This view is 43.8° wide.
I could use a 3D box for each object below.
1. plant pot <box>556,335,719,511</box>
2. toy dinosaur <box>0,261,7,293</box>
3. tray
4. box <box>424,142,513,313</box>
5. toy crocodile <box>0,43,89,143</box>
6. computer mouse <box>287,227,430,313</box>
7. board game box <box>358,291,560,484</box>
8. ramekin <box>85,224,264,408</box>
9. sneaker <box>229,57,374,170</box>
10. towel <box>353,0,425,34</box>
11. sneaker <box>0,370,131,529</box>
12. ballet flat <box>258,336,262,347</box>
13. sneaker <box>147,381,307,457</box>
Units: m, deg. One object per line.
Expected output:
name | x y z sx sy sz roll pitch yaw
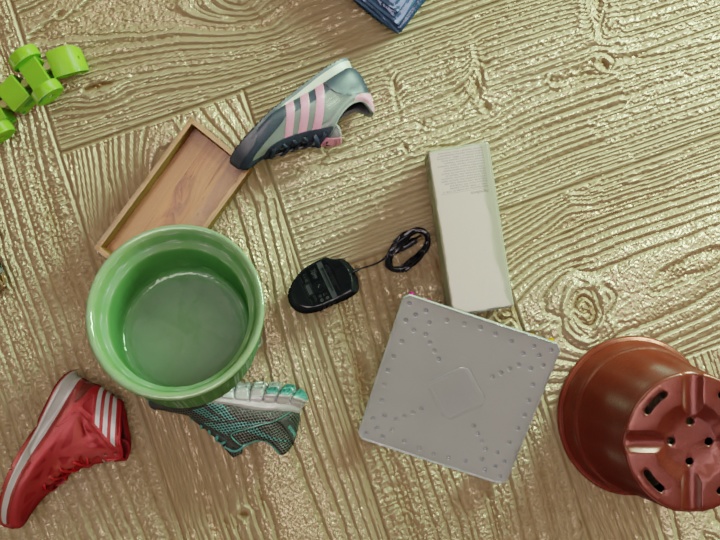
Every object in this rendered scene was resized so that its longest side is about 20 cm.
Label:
plant pot | 0.351 0.184 1.048 0.196 0.195 0.205 0 90 -2
toy dinosaur | -0.526 -0.034 1.096 0.199 0.103 0.136 41 73 17
tray | -0.230 -0.078 1.117 0.098 0.037 0.201 37 88 -1
box | 0.133 -0.050 1.109 0.080 0.068 0.204 -7 90 -1
toy crocodile | -0.427 -0.214 1.106 0.199 0.062 0.068 -37 91 3
computer mouse | 0.000 0.000 1.128 0.197 0.034 0.059 -23 73 -7
board game box | 0.117 0.144 1.094 0.196 0.026 0.203 18 111 -1
ramekin | -0.205 0.059 1.026 0.195 0.098 0.204 1 69 -3
sneaker | -0.067 -0.173 1.093 0.199 0.070 0.082 -40 91 -12
towel | 0.005 -0.400 1.121 0.199 0.049 0.112 39 88 0
sneaker | -0.352 0.236 1.089 0.114 0.078 0.203 25 90 0
ballet flat | -0.220 0.085 1.110 0.196 0.068 0.065 12 116 -1
sneaker | -0.165 0.183 1.098 0.196 0.078 0.093 6 93 0
